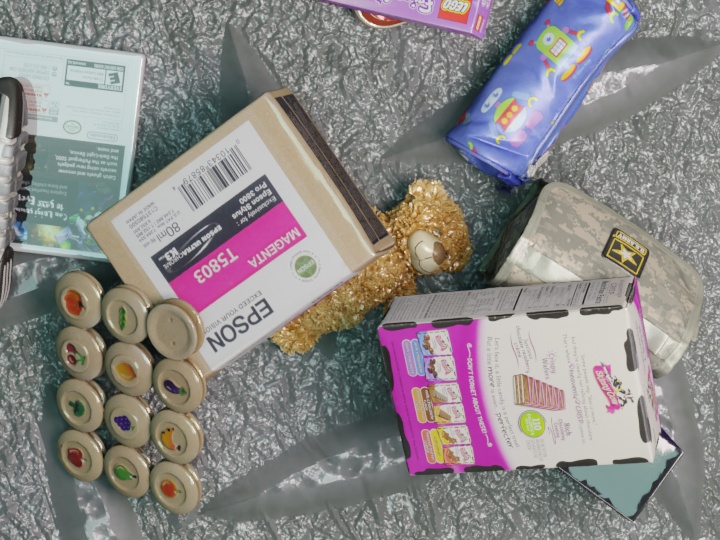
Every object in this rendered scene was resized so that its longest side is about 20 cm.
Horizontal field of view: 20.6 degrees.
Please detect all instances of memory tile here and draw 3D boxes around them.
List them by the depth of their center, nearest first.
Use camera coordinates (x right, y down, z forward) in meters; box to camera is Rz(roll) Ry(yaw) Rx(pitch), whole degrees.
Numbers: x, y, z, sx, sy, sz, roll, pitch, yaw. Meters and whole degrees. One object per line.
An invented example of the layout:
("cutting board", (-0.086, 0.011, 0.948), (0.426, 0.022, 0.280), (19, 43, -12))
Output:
("memory tile", (-0.196, 0.104, 1.669), (0.153, 0.017, 0.201), (16, 118, 26))

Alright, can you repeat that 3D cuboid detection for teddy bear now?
("teddy bear", (0.000, 0.000, 1.700), (0.199, 0.067, 0.146), (-7, 97, 1))

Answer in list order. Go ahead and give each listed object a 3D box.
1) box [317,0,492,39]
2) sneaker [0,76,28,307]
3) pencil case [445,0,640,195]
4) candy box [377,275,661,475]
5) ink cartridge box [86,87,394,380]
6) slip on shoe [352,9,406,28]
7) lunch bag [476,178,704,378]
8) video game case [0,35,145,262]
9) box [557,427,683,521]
("box", (0.025, -0.282, 1.652), (0.199, 0.039, 0.138), (15, 93, 21))
("sneaker", (-0.345, -0.068, 1.664), (0.115, 0.075, 0.201), (8, 96, 0))
("pencil case", (0.158, -0.161, 1.681), (0.087, 0.078, 0.200), (38, 94, 25))
("candy box", (0.125, 0.083, 1.548), (0.199, 0.061, 0.137), (-4, 114, 18))
("ink cartridge box", (-0.100, -0.029, 1.646), (0.200, 0.075, 0.165), (-36, 89, 15))
("slip on shoe", (0.077, -0.274, 1.681), (0.199, 0.061, 0.074), (-31, 97, 3))
("lunch bag", (0.191, 0.010, 1.638), (0.164, 0.200, 0.118), (34, 94, -3))
("video game case", (-0.293, -0.108, 1.709), (0.199, 0.023, 0.183), (7, 94, -2))
("box", (0.163, 0.112, 1.676), (0.200, 0.141, 0.079), (36, 92, -4))
